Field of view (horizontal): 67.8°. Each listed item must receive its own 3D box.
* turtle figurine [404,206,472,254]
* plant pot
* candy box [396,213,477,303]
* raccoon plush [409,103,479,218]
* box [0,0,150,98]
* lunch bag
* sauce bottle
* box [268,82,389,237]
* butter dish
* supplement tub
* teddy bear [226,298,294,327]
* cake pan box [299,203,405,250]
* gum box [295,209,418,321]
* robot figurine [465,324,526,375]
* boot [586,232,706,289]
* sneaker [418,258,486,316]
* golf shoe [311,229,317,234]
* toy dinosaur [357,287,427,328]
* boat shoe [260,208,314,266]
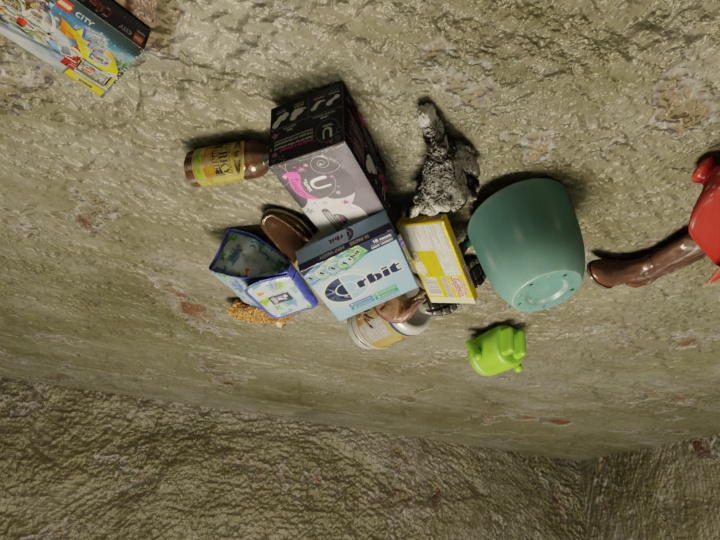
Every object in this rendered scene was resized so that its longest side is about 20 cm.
[{"bbox_3d":[0.167,-0.048,1.065,0.145,0.104,0.201,-13,141,26],"label":"turtle figurine"},{"bbox_3d":[0.304,-0.029,0.952,0.192,0.166,0.203,-8,147,-5],"label":"plant pot"},{"bbox_3d":[0.147,-0.017,1.010,0.099,0.027,0.203,-1,132,35],"label":"candy box"},{"bbox_3d":[0.111,-0.176,0.883,0.131,0.097,0.204,-3,124,44],"label":"raccoon plush"},{"bbox_3d":[-0.392,-0.326,0.688,0.134,0.039,0.197,-19,144,38],"label":"box"},{"bbox_3d":[-0.200,0.017,1.161,0.193,0.131,0.171,13,158,23],"label":"lunch bag"},{"bbox_3d":[-0.201,-0.184,0.899,0.192,0.067,0.065,-7,151,17],"label":"sauce bottle"},{"bbox_3d":[-0.045,-0.161,0.842,0.127,0.119,0.201,-13,148,17],"label":"box"},{"bbox_3d":[0.585,-0.117,0.828,0.198,0.148,0.201,-38,154,-11],"label":"butter dish"},{"bbox_3d":[0.066,0.106,1.307,0.141,0.150,0.198,20,149,-28],"label":"supplement tub"},{"bbox_3d":[-0.274,0.122,1.476,0.191,0.069,0.146,7,155,-2],"label":"teddy bear"},{"bbox_3d":[-0.004,-0.047,1.021,0.052,0.200,0.185,40,173,33],"label":"cake pan box"},{"bbox_3d":[0.000,0.000,0.935,0.165,0.046,0.201,-23,147,7],"label":"gum box"},{"bbox_3d":[0.383,0.228,1.517,0.170,0.120,0.200,14,151,-22],"label":"robot figurine"},{"bbox_3d":[0.581,-0.026,1.068,0.179,0.067,0.200,2,159,-25],"label":"boot"},{"bbox_3d":[0.192,0.042,1.169,0.196,0.078,0.078,-27,-173,-29],"label":"sneaker"},{"bbox_3d":[-0.062,-0.015,1.174,0.076,0.089,0.201,-36,111,17],"label":"golf shoe"},{"bbox_3d":[0.053,0.068,1.091,0.196,0.138,0.086,23,163,41],"label":"toy dinosaur"},{"bbox_3d":[-0.118,-0.044,1.072,0.200,0.075,0.075,38,110,-15],"label":"boat shoe"}]
